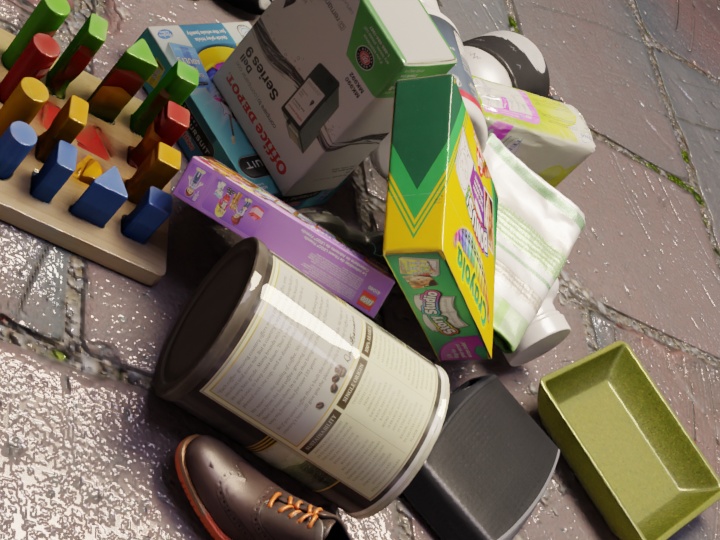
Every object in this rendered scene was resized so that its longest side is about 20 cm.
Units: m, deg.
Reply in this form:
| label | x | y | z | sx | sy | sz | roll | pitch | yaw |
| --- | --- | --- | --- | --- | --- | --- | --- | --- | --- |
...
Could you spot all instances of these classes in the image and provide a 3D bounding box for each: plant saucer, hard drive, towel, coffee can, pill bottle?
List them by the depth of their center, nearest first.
| label | x | y | z | sx | sy | sz | roll | pitch | yaw |
| --- | --- | --- | --- | --- | --- | --- | --- | --- | --- |
| coffee can | -0.047 | 0.089 | 1.162 | 0.199 | 0.146 | 0.147 | 35 | 37 | -18 |
| hard drive | 0.115 | 0.182 | 1.339 | 0.135 | 0.042 | 0.200 | 49 | 35 | 1 |
| towel | 0.136 | -0.032 | 1.416 | 0.149 | 0.031 | 0.201 | 37 | 51 | -4 |
| pill bottle | 0.051 | -0.193 | 1.433 | 0.119 | 0.120 | 0.202 | 21 | 41 | -33 |
| pill bottle | 0.139 | -0.005 | 1.491 | 0.104 | 0.104 | 0.202 | -6 | 62 | -49 |
| plant saucer | 0.275 | 0.187 | 1.504 | 0.199 | 0.048 | 0.201 | -16 | 69 | -52 |

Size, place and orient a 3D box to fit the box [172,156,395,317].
| label | x | y | z | sx | sy | sz | roll | pitch | yaw |
| --- | --- | --- | --- | --- | --- | --- | --- | --- | --- |
| box | -0.062 | -0.032 | 1.242 | 0.198 | 0.039 | 0.137 | 32 | 4 | -2 |

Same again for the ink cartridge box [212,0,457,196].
| label | x | y | z | sx | sy | sz | roll | pitch | yaw |
| --- | --- | --- | --- | --- | --- | --- | --- | --- | --- |
| ink cartridge box | -0.028 | -0.185 | 1.318 | 0.084 | 0.200 | 0.147 | -15 | 67 | -48 |

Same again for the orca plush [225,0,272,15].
| label | x | y | z | sx | sy | sz | roll | pitch | yaw |
| --- | --- | --- | --- | --- | --- | --- | --- | --- | --- |
| orca plush | -0.162 | -0.320 | 1.494 | 0.200 | 0.104 | 0.072 | 44 | 68 | -49 |

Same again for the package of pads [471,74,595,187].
| label | x | y | z | sx | sy | sz | roll | pitch | yaw |
| --- | --- | --- | --- | --- | --- | --- | --- | --- | --- |
| package of pads | 0.146 | -0.132 | 1.576 | 0.198 | 0.154 | 0.069 | 10 | 49 | -42 |

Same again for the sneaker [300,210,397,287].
| label | x | y | z | sx | sy | sz | roll | pitch | yaw |
| --- | --- | --- | --- | --- | --- | --- | --- | --- | --- |
| sneaker | 0.000 | 0.000 | 1.382 | 0.198 | 0.075 | 0.080 | 9 | 66 | -36 |

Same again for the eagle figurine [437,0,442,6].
| label | x | y | z | sx | sy | sz | roll | pitch | yaw |
| --- | --- | --- | --- | --- | --- | --- | --- | --- | --- |
| eagle figurine | 0.024 | -0.332 | 1.644 | 0.149 | 0.200 | 0.153 | 12 | 83 | 4 |

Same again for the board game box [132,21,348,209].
| label | x | y | z | sx | sy | sz | roll | pitch | yaw |
| --- | --- | --- | --- | --- | --- | --- | --- | --- | --- |
| board game box | -0.119 | -0.150 | 1.400 | 0.150 | 0.047 | 0.201 | -17 | 69 | -52 |

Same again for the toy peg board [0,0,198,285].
| label | x | y | z | sx | sy | sz | roll | pitch | yaw |
| --- | --- | --- | --- | --- | --- | --- | --- | --- | --- |
| toy peg board | -0.230 | -0.124 | 1.212 | 0.198 | 0.098 | 0.201 | 25 | 41 | -29 |

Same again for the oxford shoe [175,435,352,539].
| label | x | y | z | sx | sy | sz | roll | pitch | yaw |
| --- | --- | --- | --- | --- | --- | --- | --- | --- | --- |
| oxford shoe | -0.057 | 0.193 | 1.104 | 0.200 | 0.072 | 0.071 | 44 | 36 | -6 |

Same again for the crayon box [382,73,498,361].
| label | x | y | z | sx | sy | sz | roll | pitch | yaw |
| --- | --- | --- | --- | --- | --- | --- | --- | --- | --- |
| crayon box | 0.076 | -0.042 | 1.261 | 0.200 | 0.057 | 0.175 | 59 | 30 | -56 |

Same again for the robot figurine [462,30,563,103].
| label | x | y | z | sx | sy | sz | roll | pitch | yaw |
| --- | --- | --- | --- | --- | --- | --- | --- | --- | --- |
| robot figurine | 0.148 | -0.211 | 1.685 | 0.199 | 0.149 | 0.126 | -30 | 97 | -55 |
